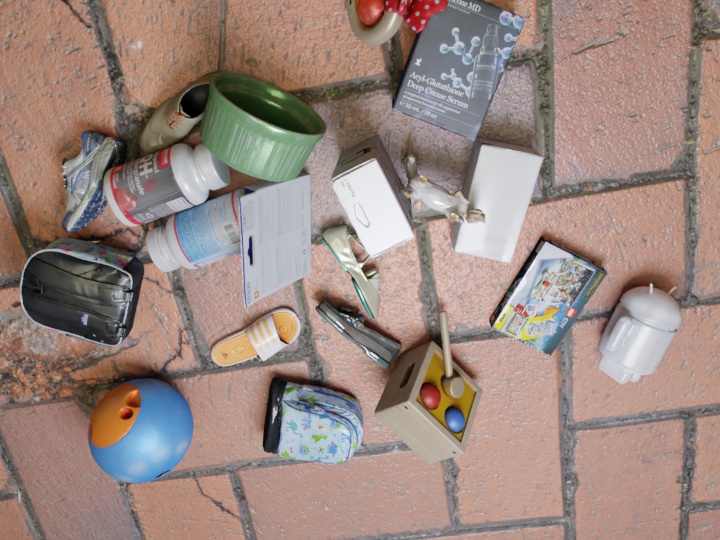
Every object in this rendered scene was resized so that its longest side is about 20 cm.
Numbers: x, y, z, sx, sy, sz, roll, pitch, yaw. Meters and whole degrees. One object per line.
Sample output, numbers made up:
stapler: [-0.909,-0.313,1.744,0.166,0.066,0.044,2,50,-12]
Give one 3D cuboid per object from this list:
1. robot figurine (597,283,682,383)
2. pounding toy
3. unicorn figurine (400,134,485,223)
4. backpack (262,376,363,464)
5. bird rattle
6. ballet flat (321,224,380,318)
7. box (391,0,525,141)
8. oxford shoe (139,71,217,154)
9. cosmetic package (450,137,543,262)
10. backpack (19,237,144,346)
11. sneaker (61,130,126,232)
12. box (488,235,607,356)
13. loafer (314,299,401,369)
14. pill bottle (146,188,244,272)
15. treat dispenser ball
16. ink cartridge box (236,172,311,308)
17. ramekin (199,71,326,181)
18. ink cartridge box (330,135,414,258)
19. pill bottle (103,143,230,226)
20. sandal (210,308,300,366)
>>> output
robot figurine: [0.528,0.115,1.173,0.169,0.113,0.201,-2,118,-39]
pounding toy: [0.146,0.225,1.203,0.184,0.200,0.142,44,135,-14]
unicorn figurine: [0.120,-0.136,1.047,0.074,0.137,0.200,-43,89,12]
backpack: [-0.091,0.317,1.273,0.199,0.154,0.164,8,106,-15]
bird rattle: [0.042,-0.427,0.960,0.201,0.112,0.163,59,137,19]
ballet flat: [0.000,0.000,1.176,0.069,0.070,0.201,-28,108,12]
box: [0.153,-0.337,1.011,0.148,0.107,0.201,19,110,-5]
oxford shoe: [-0.316,-0.270,1.071,0.200,0.075,0.070,-39,105,15]
cosmetic package: [0.238,-0.126,1.107,0.112,0.081,0.201,12,110,-3]
backpack: [-0.517,0.031,1.158,0.199,0.151,0.178,14,109,-11]
sneaker: [-0.504,-0.164,1.131,0.085,0.077,0.201,31,102,1]
box: [0.358,0.052,1.194,0.136,0.038,0.201,25,110,-8]
loafer: [-0.002,0.115,1.226,0.200,0.072,0.063,42,88,-20]
pill bottle: [-0.281,-0.067,1.133,0.199,0.109,0.109,-19,110,9]
treat dispenser ball: [-0.437,0.318,1.240,0.200,0.201,0.202,1,112,2]
ink cartridge box: [-0.158,-0.059,1.089,0.040,0.200,0.201,13,114,28]
ramekin: [-0.165,-0.233,1.020,0.199,0.200,0.098,25,118,-8]
ink cartridge box: [0.024,-0.130,1.047,0.084,0.200,0.145,-25,109,12]
pill bottle: [-0.338,-0.158,1.098,0.199,0.111,0.111,-18,110,9]
sandal: [-0.212,0.151,1.243,0.206,0.059,0.079,-28,108,12]
